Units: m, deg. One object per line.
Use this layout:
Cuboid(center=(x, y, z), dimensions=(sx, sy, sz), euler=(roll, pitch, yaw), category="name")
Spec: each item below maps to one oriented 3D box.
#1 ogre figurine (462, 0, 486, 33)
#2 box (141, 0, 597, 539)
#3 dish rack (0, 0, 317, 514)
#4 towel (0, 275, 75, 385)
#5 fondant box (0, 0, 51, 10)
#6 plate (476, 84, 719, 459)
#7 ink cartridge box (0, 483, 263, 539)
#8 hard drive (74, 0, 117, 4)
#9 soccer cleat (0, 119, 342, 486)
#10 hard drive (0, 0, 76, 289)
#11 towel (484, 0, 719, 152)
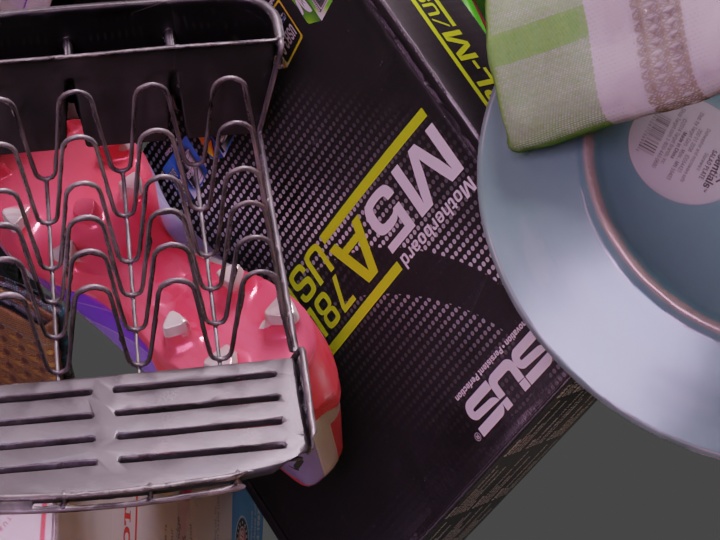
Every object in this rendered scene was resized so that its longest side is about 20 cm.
Cuboid(center=(0.040, -0.114, 1.003), dimensions=(0.199, 0.098, 0.121), euler=(-21, 63, 2), category="ogre figurine")
Cuboid(center=(0.000, 0.000, 0.969), dimensions=(0.194, 0.047, 0.200), euler=(58, 134, 19), category="box")
Cuboid(center=(-0.092, -0.007, 0.881), dimensions=(0.152, 0.055, 0.201), euler=(-6, 46, -5), category="dish rack")
Cuboid(center=(-0.193, 0.020, 1.036), dimensions=(0.199, 0.147, 0.022), euler=(25, 56, 18), category="towel")
Cuboid(center=(-0.178, -0.136, 1.001), dimensions=(0.144, 0.058, 0.201), euler=(28, 103, 39), category="fondant box")
Cuboid(center=(0.138, -0.030, 0.881), dimensions=(0.199, 0.026, 0.201), euler=(3, 64, -7), category="plate")
Cuboid(center=(-0.100, 0.126, 0.948), dimensions=(0.067, 0.200, 0.116), euler=(-1, 80, 17), category="ink cartridge box")
Cuboid(center=(-0.056, -0.197, 0.986), dimensions=(0.199, 0.033, 0.140), euler=(-25, 87, 38), category="hard drive")
Cuboid(center=(-0.076, 0.009, 0.976), dimensions=(0.067, 0.077, 0.200), euler=(-37, 46, -17), category="soccer cleat")
Cuboid(center=(-0.166, -0.094, 1.091), dimensions=(0.134, 0.042, 0.201), euler=(17, 86, 19), category="hard drive")
Cuboid(center=(0.115, -0.133, 0.824), dimensions=(0.199, 0.031, 0.150), euler=(-19, 70, 35), category="towel")
